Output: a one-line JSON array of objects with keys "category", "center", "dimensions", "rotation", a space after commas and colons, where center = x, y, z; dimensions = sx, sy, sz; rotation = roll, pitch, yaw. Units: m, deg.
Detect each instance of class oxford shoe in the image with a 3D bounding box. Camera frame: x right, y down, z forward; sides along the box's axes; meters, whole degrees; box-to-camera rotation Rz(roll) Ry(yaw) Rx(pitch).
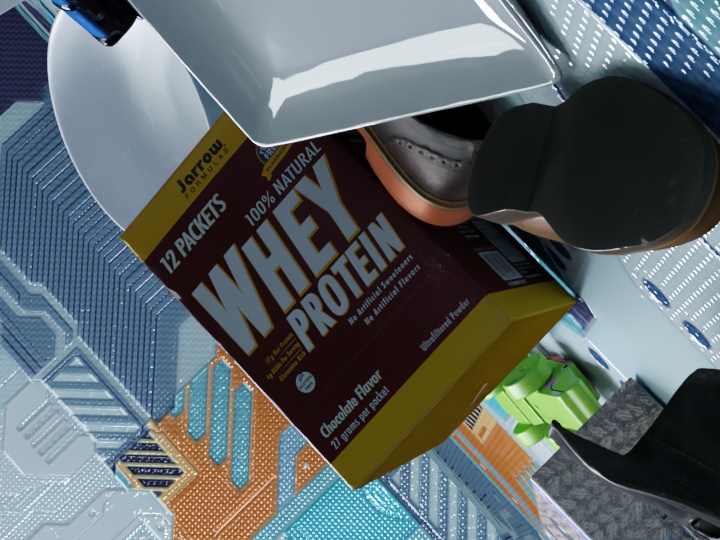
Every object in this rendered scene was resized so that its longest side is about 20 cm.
[{"category": "oxford shoe", "center": [0.113, -0.038, 0.692], "dimensions": [0.071, 0.072, 0.200], "rotation": [20, -179, -16]}, {"category": "oxford shoe", "center": [0.007, -0.120, 0.882], "dimensions": [0.200, 0.071, 0.073], "rotation": [47, 147, 15]}]

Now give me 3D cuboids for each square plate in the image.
[{"category": "square plate", "center": [-0.032, -0.144, 0.734], "dimensions": [0.199, 0.029, 0.198], "rotation": [-7, 135, 42]}]

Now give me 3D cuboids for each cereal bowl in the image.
[{"category": "cereal bowl", "center": [-0.140, -0.120, 1.195], "dimensions": [0.199, 0.083, 0.202], "rotation": [27, 130, 36]}]

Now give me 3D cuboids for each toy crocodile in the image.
[{"category": "toy crocodile", "center": [0.139, 0.092, 1.238], "dimensions": [0.068, 0.062, 0.200], "rotation": [48, 168, -7]}]

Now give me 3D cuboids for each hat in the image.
[{"category": "hat", "center": [0.195, 0.101, 0.814], "dimensions": [0.199, 0.082, 0.201], "rotation": [29, 178, 1]}]

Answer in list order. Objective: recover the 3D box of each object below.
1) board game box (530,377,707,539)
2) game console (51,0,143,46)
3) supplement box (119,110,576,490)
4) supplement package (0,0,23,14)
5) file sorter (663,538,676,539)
[{"category": "board game box", "center": [0.209, 0.185, 1.126], "dimensions": [0.159, 0.097, 0.200], "rotation": [45, 173, 20]}, {"category": "game console", "center": [-0.181, -0.241, 0.963], "dimensions": [0.200, 0.118, 0.171], "rotation": [43, -178, 24]}, {"category": "supplement box", "center": [0.000, 0.000, 0.984], "dimensions": [0.200, 0.133, 0.197], "rotation": [46, -166, 11]}, {"category": "supplement package", "center": [-0.204, -0.259, 0.806], "dimensions": [0.201, 0.150, 0.152], "rotation": [59, 179, 26]}, {"category": "file sorter", "center": [0.239, 0.241, 0.838], "dimensions": [0.198, 0.124, 0.139], "rotation": [24, 177, -2]}]
